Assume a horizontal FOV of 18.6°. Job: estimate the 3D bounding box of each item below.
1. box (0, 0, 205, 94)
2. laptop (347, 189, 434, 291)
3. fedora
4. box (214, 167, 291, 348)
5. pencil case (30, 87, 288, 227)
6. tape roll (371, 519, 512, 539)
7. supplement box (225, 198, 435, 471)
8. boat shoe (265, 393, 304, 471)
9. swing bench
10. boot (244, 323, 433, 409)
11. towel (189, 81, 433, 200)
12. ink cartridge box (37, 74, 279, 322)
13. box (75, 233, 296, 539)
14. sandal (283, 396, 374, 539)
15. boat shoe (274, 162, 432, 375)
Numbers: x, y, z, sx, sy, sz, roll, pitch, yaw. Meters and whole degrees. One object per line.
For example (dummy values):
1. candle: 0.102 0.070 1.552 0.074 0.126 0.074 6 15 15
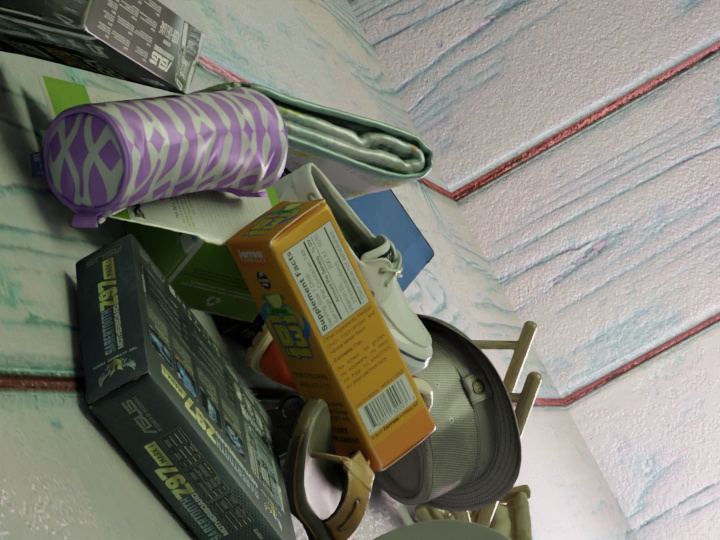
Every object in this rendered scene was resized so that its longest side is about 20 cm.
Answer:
1. box: -0.212 -0.178 1.481 0.200 0.157 0.050 28 78 -74
2. laptop: 0.000 0.004 2.160 0.187 0.116 0.200 53 12 -34
3. fedora: 0.046 0.139 1.974 0.090 0.177 0.200 -27 103 -51
4. box: -0.077 -0.010 1.883 0.164 0.086 0.200 64 10 23
5. pencil case: -0.135 -0.083 1.561 0.200 0.084 0.086 -14 96 -52
6. tape roll: 0.059 0.279 1.393 0.139 0.202 0.203 53 12 -42
7. supplement box: -0.022 0.048 1.620 0.066 0.069 0.200 -1 -63 55
8. boat shoe: -0.045 0.128 1.722 0.066 0.070 0.200 63 17 6
9. swing bench: 0.112 0.169 2.168 0.199 0.129 0.200 -83 174 -76
10. boot: -0.012 0.080 1.777 0.107 0.075 0.200 40 11 27
11. towel: -0.057 -0.114 1.928 0.200 0.048 0.171 19 -11 -23
12. ink cartridge box: -0.159 -0.055 1.648 0.200 0.076 0.148 13 41 -38
13. box: -0.116 0.095 1.466 0.200 0.051 0.158 55 11 -35
14. sandal: -0.015 0.169 1.599 0.082 0.054 0.200 -70 156 -48
15. boat shoe: 0.000 0.000 1.760 0.200 0.067 0.074 45 24 -18
